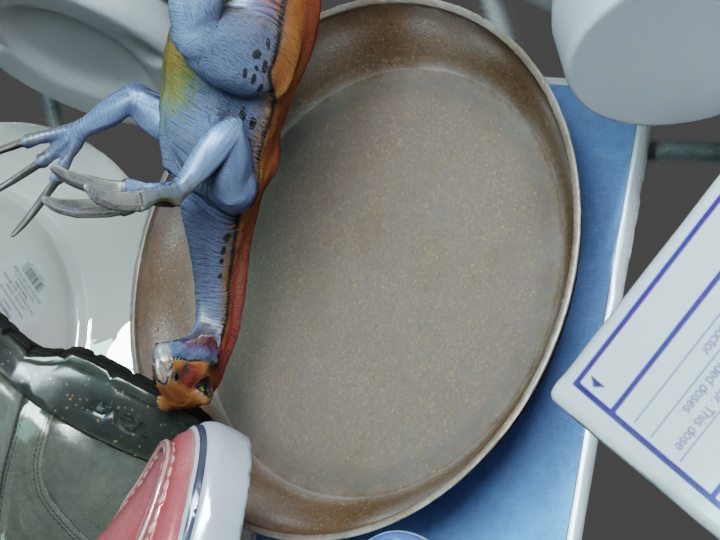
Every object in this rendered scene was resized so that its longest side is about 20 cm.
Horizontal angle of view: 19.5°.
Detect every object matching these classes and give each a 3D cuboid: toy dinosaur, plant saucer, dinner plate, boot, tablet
[{"bbox_3d":[-0.043,-0.048,0.693,0.199,0.182,0.105,-18,28,4],"label":"toy dinosaur"},{"bbox_3d":[0.000,0.000,0.758,0.199,0.032,0.202,-12,69,34],"label":"plant saucer"},{"bbox_3d":[-0.165,0.033,0.856,0.199,0.024,0.202,-7,73,23],"label":"dinner plate"},{"bbox_3d":[-0.160,0.070,0.743,0.199,0.068,0.131,28,89,4],"label":"boot"},{"bbox_3d":[0.033,0.024,0.769,0.129,0.014,0.202,6,79,27],"label":"tablet"}]

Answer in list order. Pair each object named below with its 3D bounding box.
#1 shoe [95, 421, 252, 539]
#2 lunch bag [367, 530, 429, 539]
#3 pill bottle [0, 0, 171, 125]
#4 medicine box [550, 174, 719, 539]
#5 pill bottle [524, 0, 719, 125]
[{"bbox_3d":[-0.110,0.132,0.689,0.090,0.071,0.201,22,99,-13],"label":"shoe"},{"bbox_3d":[0.029,0.198,0.676,0.161,0.082,0.200,-46,66,9],"label":"lunch bag"},{"bbox_3d":[-0.072,-0.167,0.806,0.114,0.114,0.201,11,69,27],"label":"pill bottle"},{"bbox_3d":[0.196,0.035,0.637,0.200,0.103,0.183,40,95,28],"label":"medicine box"},{"bbox_3d":[0.083,-0.151,0.667,0.111,0.112,0.201,-22,58,18],"label":"pill bottle"}]
